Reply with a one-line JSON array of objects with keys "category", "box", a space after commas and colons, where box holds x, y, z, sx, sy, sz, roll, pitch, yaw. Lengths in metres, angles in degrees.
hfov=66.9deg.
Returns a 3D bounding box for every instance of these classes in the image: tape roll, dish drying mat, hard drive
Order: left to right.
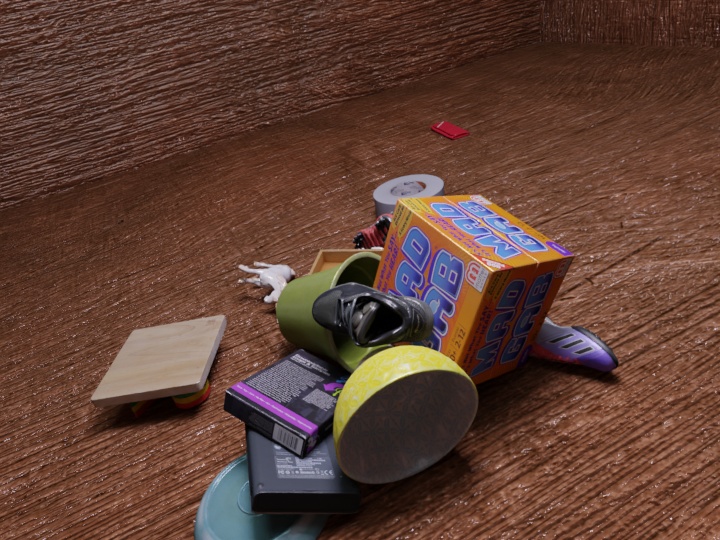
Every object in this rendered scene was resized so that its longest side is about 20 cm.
[{"category": "hard drive", "box": [-0.087, 0.246, 0.747, 0.135, 0.034, 0.201, 8, 18, -18]}, {"category": "tape roll", "box": [0.133, -0.192, 1.479, 0.193, 0.068, 0.202, -10, 29, 5]}, {"category": "dish drying mat", "box": [0.334, -0.530, 2.053, 0.074, 0.019, 0.201, -17, 29, -10]}]

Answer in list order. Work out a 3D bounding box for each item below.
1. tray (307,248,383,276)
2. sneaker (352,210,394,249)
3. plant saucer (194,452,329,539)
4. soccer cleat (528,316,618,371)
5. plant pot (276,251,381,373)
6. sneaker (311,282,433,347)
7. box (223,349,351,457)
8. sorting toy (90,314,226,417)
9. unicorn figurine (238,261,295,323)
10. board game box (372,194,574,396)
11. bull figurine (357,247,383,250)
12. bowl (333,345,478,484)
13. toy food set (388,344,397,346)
[{"category": "tray", "box": [0.000, 0.000, 1.085, 0.192, 0.038, 0.100, 1, 36, 16]}, {"category": "sneaker", "box": [0.054, -0.084, 1.257, 0.096, 0.072, 0.199, -28, -2, -31]}, {"category": "plant saucer", "box": [-0.133, 0.308, 0.734, 0.192, 0.028, 0.202, -10, 28, 5]}, {"category": "soccer cleat", "box": [0.307, 0.119, 0.863, 0.073, 0.069, 0.198, -43, 38, -15]}, {"category": "plant pot", "box": [-0.052, 0.075, 0.974, 0.186, 0.206, 0.199, -1, 27, 43]}, {"category": "sneaker", "box": [-0.006, 0.058, 0.756, 0.194, 0.079, 0.113, 9, 0, 34]}, {"category": "box", "box": [-0.088, 0.187, 0.813, 0.139, 0.037, 0.199, 22, 20, 22]}, {"category": "sorting toy", "box": [-0.354, 0.182, 1.005, 0.192, 0.072, 0.201, -9, 29, 5]}, {"category": "unicorn figurine", "box": [-0.203, 0.022, 1.219, 0.132, 0.076, 0.201, 9, 28, 15]}, {"category": "board game box", "box": [0.158, 0.025, 0.829, 0.195, 0.206, 0.199, -9, 36, -38]}, {"category": "bull figurine", "box": [0.019, 0.016, 1.145, 0.118, 0.067, 0.199, 20, 39, 27]}, {"category": "bowl", "box": [0.045, 0.165, 0.709, 0.194, 0.205, 0.109, -18, 40, -11]}, {"category": "toy food set", "box": [0.105, 0.149, 0.864, 0.139, 0.062, 0.201, 17, 28, 2]}]
